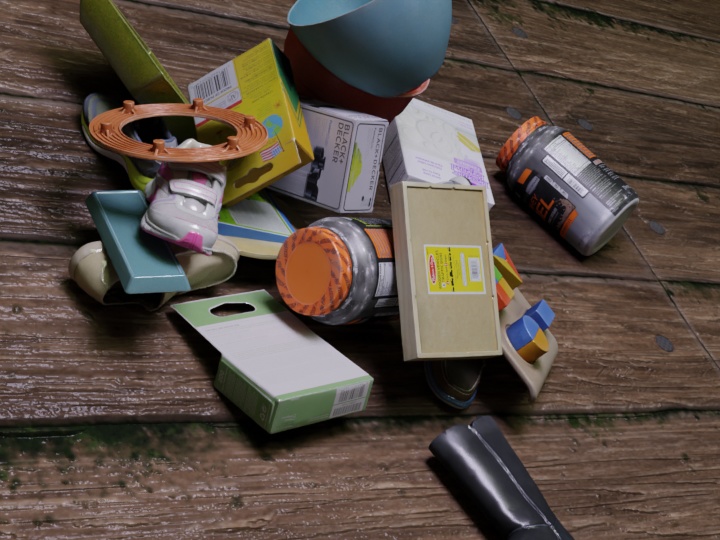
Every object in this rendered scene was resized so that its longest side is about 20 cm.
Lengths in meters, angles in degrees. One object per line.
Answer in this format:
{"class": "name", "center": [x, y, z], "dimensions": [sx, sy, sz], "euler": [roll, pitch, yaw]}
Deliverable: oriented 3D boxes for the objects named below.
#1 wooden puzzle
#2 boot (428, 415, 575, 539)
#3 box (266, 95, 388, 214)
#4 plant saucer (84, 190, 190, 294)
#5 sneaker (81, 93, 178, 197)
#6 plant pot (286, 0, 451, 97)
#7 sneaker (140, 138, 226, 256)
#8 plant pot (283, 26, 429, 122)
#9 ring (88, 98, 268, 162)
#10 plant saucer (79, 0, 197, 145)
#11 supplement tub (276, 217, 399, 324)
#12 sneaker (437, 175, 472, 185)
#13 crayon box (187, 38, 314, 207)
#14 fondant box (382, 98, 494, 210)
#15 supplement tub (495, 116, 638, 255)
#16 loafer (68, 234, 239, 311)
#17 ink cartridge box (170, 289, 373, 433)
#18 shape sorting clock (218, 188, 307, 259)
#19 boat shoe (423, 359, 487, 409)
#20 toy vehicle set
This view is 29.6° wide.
{"class": "wooden puzzle", "center": [0.186, 0.045, 1.678], "dimensions": [0.201, 0.046, 0.185], "euler": [57, 21, -3]}
{"class": "boot", "center": [0.140, 0.256, 1.486], "dimensions": [0.164, 0.066, 0.201], "euler": [0, 49, -50]}
{"class": "box", "center": [-0.066, -0.149, 1.667], "dimensions": [0.199, 0.118, 0.060], "euler": [22, 17, 38]}
{"class": "plant saucer", "center": [-0.240, -0.035, 1.461], "dimensions": [0.069, 0.019, 0.200], "euler": [-2, 31, -24]}
{"class": "sneaker", "center": [-0.268, -0.167, 1.630], "dimensions": [0.074, 0.081, 0.200], "euler": [-20, 46, -37]}
{"class": "plant pot", "center": [0.031, -0.289, 1.631], "dimensions": [0.135, 0.199, 0.201], "euler": [60, 26, -26]}
{"class": "sneaker", "center": [-0.187, -0.086, 1.474], "dimensions": [0.081, 0.089, 0.200], "euler": [20, 21, -23]}
{"class": "plant pot", "center": [-0.040, -0.222, 1.802], "dimensions": [0.199, 0.196, 0.202], "euler": [21, 36, -16]}
{"class": "ring", "center": [-0.201, -0.160, 1.514], "dimensions": [0.199, 0.019, 0.201], "euler": [3, 23, -1]}
{"class": "plant saucer", "center": [-0.274, -0.248, 1.709], "dimensions": [0.200, 0.048, 0.200], "euler": [54, 0, 26]}
{"class": "supplement tub", "center": [0.000, 0.000, 1.595], "dimensions": [0.199, 0.123, 0.123], "euler": [0, 46, -53]}
{"class": "sneaker", "center": [0.108, -0.028, 1.817], "dimensions": [0.114, 0.075, 0.201], "euler": [-7, 61, -11]}
{"class": "crayon box", "center": [-0.130, -0.163, 1.613], "dimensions": [0.051, 0.126, 0.201], "euler": [43, 26, -50]}
{"class": "fondant box", "center": [0.105, -0.160, 1.965], "dimensions": [0.143, 0.058, 0.201], "euler": [17, 39, -22]}
{"class": "supplement tub", "center": [0.304, -0.128, 2.028], "dimensions": [0.200, 0.123, 0.122], "euler": [44, 36, 15]}
{"class": "loafer", "center": [-0.220, 0.007, 1.499], "dimensions": [0.199, 0.076, 0.069], "euler": [-7, 52, -31]}
{"class": "ink cartridge box", "center": [-0.103, 0.096, 1.505], "dimensions": [0.145, 0.048, 0.200], "euler": [-9, 33, -44]}
{"class": "shape sorting clock", "center": [-0.156, -0.067, 1.648], "dimensions": [0.199, 0.039, 0.200], "euler": [23, 22, -10]}
{"class": "boat shoe", "center": [0.128, 0.084, 1.676], "dimensions": [0.072, 0.073, 0.201], "euler": [27, 36, -11]}
{"class": "toy vehicle set", "center": [0.098, 0.001, 1.556], "dimensions": [0.123, 0.026, 0.202], "euler": [2, 79, -34]}
